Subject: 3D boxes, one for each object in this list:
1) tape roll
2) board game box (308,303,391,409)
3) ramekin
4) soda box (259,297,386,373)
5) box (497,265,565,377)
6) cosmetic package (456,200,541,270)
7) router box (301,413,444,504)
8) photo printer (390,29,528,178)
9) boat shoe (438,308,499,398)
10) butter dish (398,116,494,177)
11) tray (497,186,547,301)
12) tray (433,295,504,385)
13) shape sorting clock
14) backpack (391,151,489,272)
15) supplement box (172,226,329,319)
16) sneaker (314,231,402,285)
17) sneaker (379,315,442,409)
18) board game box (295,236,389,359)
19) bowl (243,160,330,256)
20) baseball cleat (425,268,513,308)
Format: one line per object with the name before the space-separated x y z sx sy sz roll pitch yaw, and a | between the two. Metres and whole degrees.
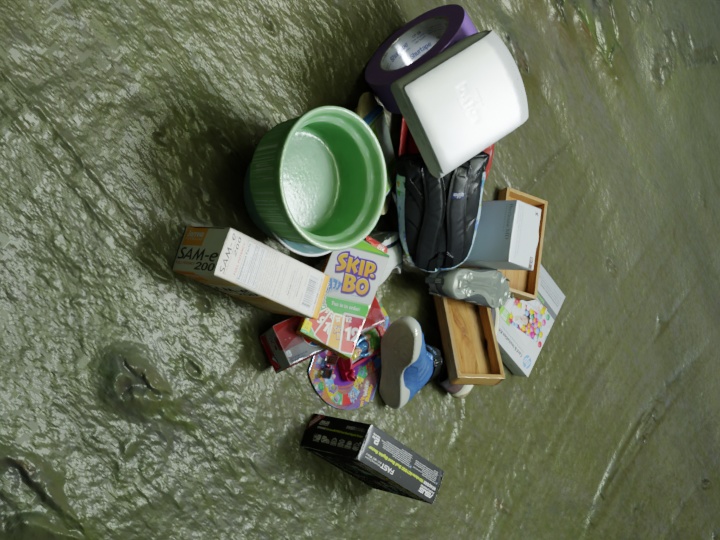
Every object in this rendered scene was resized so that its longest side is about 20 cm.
tape roll | 0.105 -0.355 1.550 0.066 0.198 0.201 49 62 -30
board game box | -0.001 0.138 1.576 0.157 0.039 0.203 30 72 -38
ramekin | -0.065 -0.131 1.338 0.197 0.097 0.204 -2 93 -41
soda box | -0.059 0.092 1.487 0.198 0.063 0.071 -22 83 -33
box | 0.326 0.085 1.863 0.156 0.041 0.202 47 63 -31
cosmetic package | 0.219 -0.062 1.658 0.080 0.198 0.115 15 79 -41
router box | 0.021 0.311 1.529 0.199 0.148 0.063 38 67 -35
photo printer | 0.164 -0.266 1.445 0.198 0.069 0.168 -32 110 -12
boat shoe | 0.202 0.137 1.737 0.065 0.071 0.203 34 75 -41
butter dish | 0.176 -0.231 1.652 0.198 0.146 0.204 9 84 -40
tray | 0.308 -0.051 1.815 0.097 0.037 0.204 16 74 -22
tray | 0.192 0.106 1.676 0.097 0.037 0.203 5 60 -24
shape sorting clock | 0.022 -0.194 1.539 0.200 0.038 0.204 -10 90 -74
backpack | 0.131 -0.100 1.573 0.160 0.154 0.204 -6 100 -10
supplement box | -0.161 0.005 1.377 0.198 0.125 0.075 27 76 -38
sneaker | 0.000 0.000 1.557 0.198 0.076 0.082 -26 116 -37
sneaker | 0.094 0.140 1.603 0.111 0.076 0.203 -33 141 -38
board game box | -0.023 0.028 1.464 0.095 0.030 0.203 28 66 -17
bowl | -0.103 -0.124 1.437 0.198 0.104 0.205 -1 92 -40
baseball cleat | 0.189 0.022 1.653 0.199 0.105 0.071 16 85 -51
